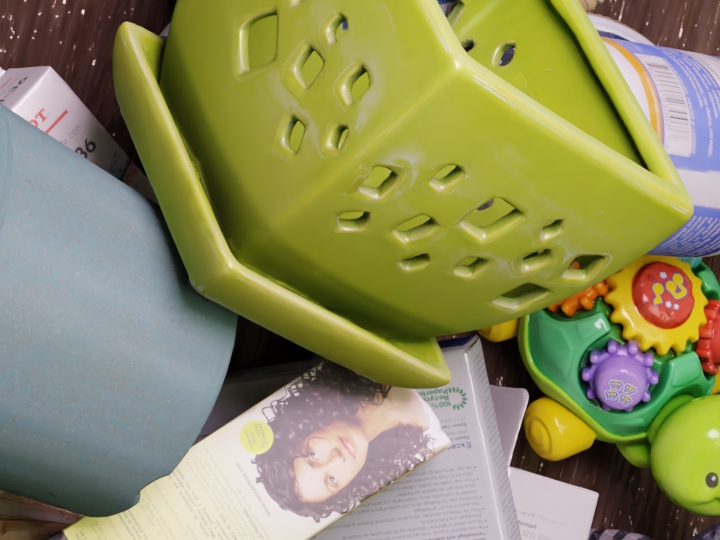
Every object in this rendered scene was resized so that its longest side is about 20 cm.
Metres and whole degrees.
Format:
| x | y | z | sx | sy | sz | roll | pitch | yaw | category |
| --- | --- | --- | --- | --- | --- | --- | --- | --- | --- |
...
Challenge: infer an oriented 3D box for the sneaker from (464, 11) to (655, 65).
| x | y | z | sx | sy | sz | roll | pitch | yaw | category |
| --- | --- | --- | --- | --- | --- | --- | --- | --- | --- |
| 0.089 | -0.096 | 1.549 | 0.199 | 0.109 | 0.070 | 13 | 125 | -19 | sneaker |

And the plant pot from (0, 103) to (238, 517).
| x | y | z | sx | sy | sz | roll | pitch | yaw | category |
| --- | --- | --- | --- | --- | --- | --- | --- | --- | --- |
| -0.175 | 0.014 | 1.310 | 0.195 | 0.200 | 0.201 | 27 | 78 | -31 | plant pot |

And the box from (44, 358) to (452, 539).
| x | y | z | sx | sy | sz | roll | pitch | yaw | category |
| --- | --- | --- | --- | --- | --- | --- | --- | --- | --- |
| -0.057 | 0.112 | 1.391 | 0.199 | 0.050 | 0.075 | -34 | 88 | -11 | box |

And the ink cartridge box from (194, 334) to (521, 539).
| x | y | z | sx | sy | sz | roll | pitch | yaw | category |
| --- | --- | --- | --- | --- | --- | --- | --- | --- | --- |
| -0.013 | 0.146 | 1.483 | 0.043 | 0.195 | 0.201 | -37 | 117 | -70 | ink cartridge box |

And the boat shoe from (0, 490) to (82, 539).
| x | y | z | sx | sy | sz | roll | pitch | yaw | category |
| --- | --- | --- | --- | --- | --- | --- | --- | --- | --- |
| -0.210 | 0.142 | 1.426 | 0.199 | 0.069 | 0.074 | 15 | 90 | -8 | boat shoe |

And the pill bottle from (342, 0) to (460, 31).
| x | y | z | sx | sy | sz | roll | pitch | yaw | category |
| --- | --- | --- | --- | --- | --- | --- | --- | --- | --- |
| 0.012 | -0.172 | 1.466 | 0.199 | 0.112 | 0.113 | -17 | 99 | -22 | pill bottle |

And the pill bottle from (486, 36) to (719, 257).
| x | y | z | sx | sy | sz | roll | pitch | yaw | category |
| --- | --- | --- | --- | --- | --- | --- | --- | --- | --- |
| 0.160 | -0.064 | 1.508 | 0.199 | 0.112 | 0.113 | 4 | 89 | -51 | pill bottle |

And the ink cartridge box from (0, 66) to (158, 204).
| x | y | z | sx | sy | sz | roll | pitch | yaw | category |
| --- | --- | --- | --- | --- | --- | --- | --- | --- | --- |
| -0.172 | -0.023 | 1.443 | 0.117 | 0.067 | 0.200 | -48 | 112 | -19 | ink cartridge box |

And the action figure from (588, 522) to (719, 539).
| x | y | z | sx | sy | sz | roll | pitch | yaw | category |
| --- | --- | --- | --- | --- | --- | --- | --- | --- | --- |
| 0.169 | 0.182 | 1.557 | 0.199 | 0.193 | 0.105 | -11 | 83 | -36 | action figure |

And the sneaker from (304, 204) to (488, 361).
| x | y | z | sx | sy | sz | roll | pitch | yaw | category |
| --- | --- | --- | --- | --- | --- | --- | --- | --- | --- |
| 0.000 | 0.000 | 1.552 | 0.082 | 0.070 | 0.200 | 39 | 69 | -7 | sneaker |

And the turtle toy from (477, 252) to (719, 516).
| x | y | z | sx | sy | sz | roll | pitch | yaw | category |
| --- | --- | --- | --- | --- | --- | --- | --- | --- | --- |
| 0.163 | 0.048 | 1.593 | 0.145 | 0.101 | 0.201 | -21 | 81 | -27 | turtle toy |

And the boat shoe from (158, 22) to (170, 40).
| x | y | z | sx | sy | sz | roll | pitch | yaw | category |
| --- | --- | --- | --- | --- | --- | --- | --- | --- | --- |
| -0.025 | -0.073 | 1.502 | 0.200 | 0.071 | 0.070 | 36 | 65 | 5 | boat shoe |

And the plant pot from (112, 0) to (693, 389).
| x | y | z | sx | sy | sz | roll | pitch | yaw | category |
| --- | --- | --- | --- | --- | --- | --- | --- | --- | --- |
| 0.007 | -0.069 | 1.329 | 0.181 | 0.201 | 0.199 | -42 | 139 | 19 | plant pot |

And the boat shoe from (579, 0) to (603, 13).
| x | y | z | sx | sy | sz | roll | pitch | yaw | category |
| --- | --- | --- | --- | --- | --- | --- | --- | --- | --- |
| 0.049 | -0.191 | 1.573 | 0.199 | 0.072 | 0.076 | 33 | 88 | -17 | boat shoe |

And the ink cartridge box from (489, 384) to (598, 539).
| x | y | z | sx | sy | sz | roll | pitch | yaw | category |
| --- | --- | --- | --- | --- | --- | --- | --- | --- | --- |
| 0.063 | 0.167 | 1.552 | 0.068 | 0.115 | 0.201 | 18 | 82 | -30 | ink cartridge box |
